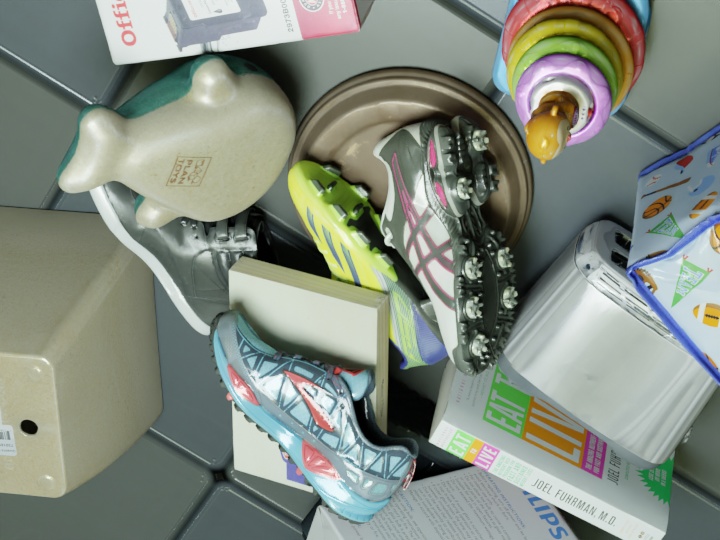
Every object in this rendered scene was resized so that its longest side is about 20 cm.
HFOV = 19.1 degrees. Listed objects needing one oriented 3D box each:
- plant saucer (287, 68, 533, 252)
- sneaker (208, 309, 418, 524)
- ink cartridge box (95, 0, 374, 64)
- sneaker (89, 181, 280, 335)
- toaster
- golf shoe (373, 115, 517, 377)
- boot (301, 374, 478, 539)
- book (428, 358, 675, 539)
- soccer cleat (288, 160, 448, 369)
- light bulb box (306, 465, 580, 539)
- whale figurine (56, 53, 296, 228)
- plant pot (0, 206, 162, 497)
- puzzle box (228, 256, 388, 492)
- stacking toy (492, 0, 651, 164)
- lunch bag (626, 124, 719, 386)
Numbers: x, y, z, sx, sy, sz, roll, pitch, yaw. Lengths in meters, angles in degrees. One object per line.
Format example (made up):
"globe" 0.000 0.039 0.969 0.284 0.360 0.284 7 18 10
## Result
"plant saucer" 0.038 -0.065 1.701 0.199 0.030 0.201 5 119 8
"sneaker" -0.032 0.097 1.671 0.095 0.079 0.200 -41 93 16
"ink cartridge box" -0.103 -0.244 1.594 0.199 0.084 0.145 -7 117 15
"sneaker" -0.139 -0.044 1.729 0.099 0.071 0.200 -26 117 22
"toaster" 0.201 0.051 1.686 0.200 0.114 0.129 35 116 -4
"golf shoe" 0.066 -0.017 1.649 0.088 0.077 0.201 -5 94 37
"boot" -0.008 0.171 1.815 0.200 0.077 0.168 30 117 -13
"book" 0.157 0.140 1.731 0.199 0.134 0.048 26 121 -4
"soccer cleat" 0.000 0.001 1.693 0.084 0.065 0.200 -32 109 30
"light bulb box" 0.055 0.277 1.766 0.199 0.125 0.199 -10 139 -30
"whale figurine" -0.147 -0.107 1.634 0.104 0.199 0.159 52 131 33
"plant pot" -0.287 0.077 1.763 0.199 0.177 0.201 4 119 9
"puzzle box" -0.042 0.093 1.723 0.132 0.025 0.201 15 125 20
"stacking toy" 0.146 -0.134 1.538 0.109 0.200 0.117 14 120 4
"lunch bag" 0.303 0.010 1.607 0.124 0.170 0.200 -30 108 27
